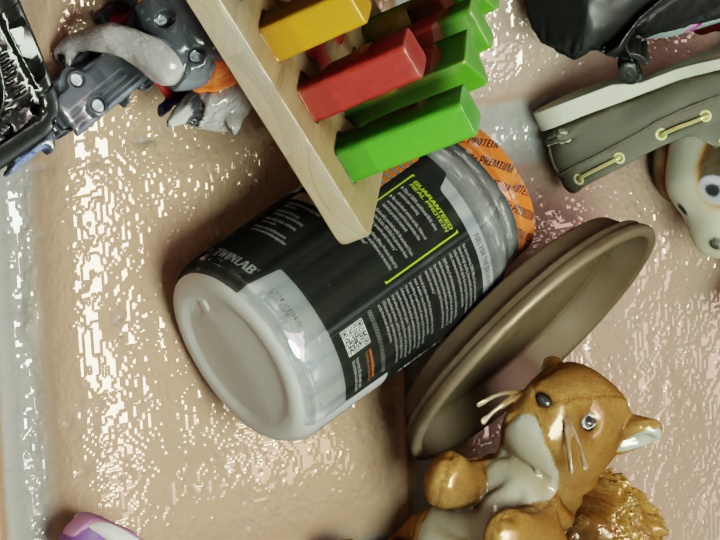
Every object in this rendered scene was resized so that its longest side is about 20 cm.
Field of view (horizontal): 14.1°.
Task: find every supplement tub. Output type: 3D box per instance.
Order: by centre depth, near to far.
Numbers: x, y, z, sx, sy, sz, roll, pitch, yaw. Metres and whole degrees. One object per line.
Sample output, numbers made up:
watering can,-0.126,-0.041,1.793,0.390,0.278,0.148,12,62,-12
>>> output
supplement tub,0.000,0.000,1.695,0.200,0.122,0.123,-35,115,-27

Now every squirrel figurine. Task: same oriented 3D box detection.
squirrel figurine,0.108,0.149,1.783,0.200,0.141,0.187,31,88,-54

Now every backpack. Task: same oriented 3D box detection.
backpack,0.195,-0.224,1.803,0.199,0.126,0.168,-16,122,-29

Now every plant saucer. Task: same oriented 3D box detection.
plant saucer,0.098,0.037,1.759,0.200,0.200,0.029,-35,73,-27

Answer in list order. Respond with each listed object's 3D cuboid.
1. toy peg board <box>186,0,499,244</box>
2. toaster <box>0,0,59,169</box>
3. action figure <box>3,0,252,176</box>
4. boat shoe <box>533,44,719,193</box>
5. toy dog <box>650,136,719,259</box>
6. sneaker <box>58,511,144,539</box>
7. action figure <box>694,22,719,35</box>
toy peg board,-0.004,-0.159,1.620,0.200,0.097,0.200,58,23,-27
toaster,-0.265,-0.116,1.487,0.200,0.118,0.182,-38,117,-26
action figure,-0.132,-0.142,1.595,0.194,0.104,0.200,49,67,-21
boat shoe,0.210,-0.103,1.804,0.072,0.201,0.061,-39,111,-72
toy dog,0.289,-0.053,1.893,0.199,0.139,0.195,7,84,-36
sneaker,-0.120,0.227,1.671,0.088,0.080,0.201,-41,119,-16
action figure,0.312,-0.167,1.904,0.200,0.099,0.066,-28,113,-48
